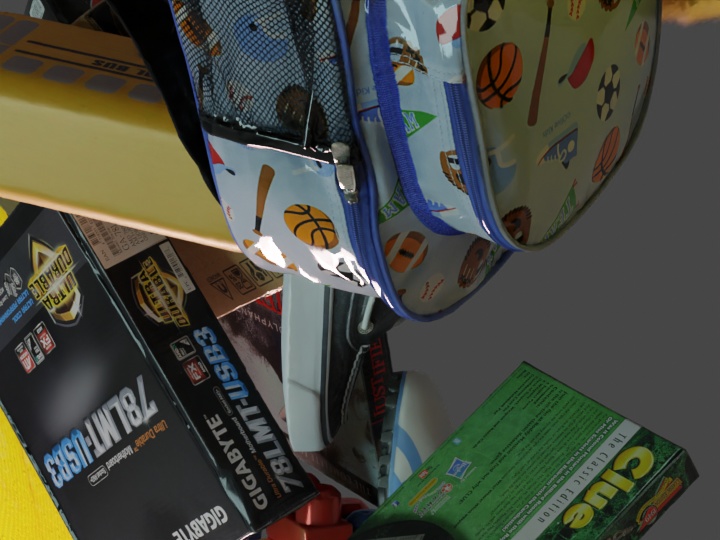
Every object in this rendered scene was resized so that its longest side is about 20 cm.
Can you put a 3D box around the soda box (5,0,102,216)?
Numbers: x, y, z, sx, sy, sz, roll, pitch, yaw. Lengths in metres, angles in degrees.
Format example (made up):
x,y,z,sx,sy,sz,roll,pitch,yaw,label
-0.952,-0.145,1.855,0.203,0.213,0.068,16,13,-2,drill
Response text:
x,y,z,sx,sy,sz,roll,pitch,yaw,label
-0.150,-0.090,1.160,0.064,0.071,0.200,58,152,13,soda box

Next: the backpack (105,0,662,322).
x,y,z,sx,sy,sz,roll,pitch,yaw,label
0.023,-0.083,0.766,0.154,0.200,0.191,27,140,29,backpack

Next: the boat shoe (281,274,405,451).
x,y,z,sx,sy,sz,roll,pitch,yaw,label
0.000,0.000,0.973,0.072,0.067,0.201,-95,9,-58,boat shoe

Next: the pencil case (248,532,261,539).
x,y,z,sx,sy,sz,roll,pitch,yaw,label
-0.128,0.193,1.332,0.090,0.094,0.200,19,148,-8,pencil case

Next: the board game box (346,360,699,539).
x,y,z,sx,sy,sz,roll,pitch,yaw,label
0.036,0.128,0.876,0.105,0.200,0.024,28,156,51,board game box

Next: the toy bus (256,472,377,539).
x,y,z,sx,sy,sz,roll,pitch,yaw,label
-0.026,0.197,1.119,0.200,0.135,0.193,-171,76,-66,toy bus

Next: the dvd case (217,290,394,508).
x,y,z,sx,sy,sz,roll,pitch,yaw,label
-0.035,0.010,1.093,0.146,0.022,0.201,26,133,51,dvd case

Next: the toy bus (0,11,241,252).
x,y,z,sx,sy,sz,roll,pitch,yaw,label
-0.129,-0.068,0.963,0.199,0.078,0.065,13,120,13,toy bus

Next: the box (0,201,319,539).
x,y,z,sx,sy,sz,roll,pitch,yaw,label
-0.125,0.062,1.098,0.199,0.050,0.200,61,149,4,box

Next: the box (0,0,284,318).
x,y,z,sx,sy,sz,roll,pitch,yaw,label
-0.120,-0.040,1.085,0.164,0.021,0.200,49,149,-10,box

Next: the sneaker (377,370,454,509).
x,y,z,sx,sy,sz,roll,pitch,yaw,label
0.051,0.143,1.014,0.072,0.072,0.201,1,-104,-83,sneaker
